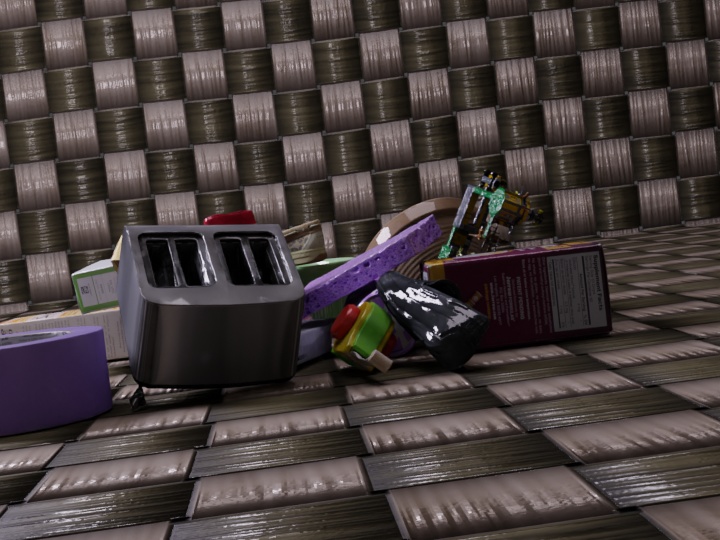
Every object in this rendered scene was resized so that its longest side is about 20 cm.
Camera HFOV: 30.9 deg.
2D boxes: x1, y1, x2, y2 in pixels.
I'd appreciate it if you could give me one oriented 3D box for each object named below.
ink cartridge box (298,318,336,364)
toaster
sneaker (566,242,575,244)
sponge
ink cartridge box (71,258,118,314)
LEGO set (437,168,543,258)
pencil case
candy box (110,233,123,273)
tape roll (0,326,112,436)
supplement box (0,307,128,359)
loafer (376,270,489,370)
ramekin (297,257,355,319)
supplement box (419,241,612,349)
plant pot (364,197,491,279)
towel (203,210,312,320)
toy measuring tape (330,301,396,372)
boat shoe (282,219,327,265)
[{"bbox_3d":[-0.141,0.095,1.573,0.198,0.041,0.200,-6,3,17],"label":"ink cartridge box"},{"bbox_3d":[-0.161,0.038,1.377,0.179,0.120,0.201,-1,35,-17],"label":"toaster"},{"bbox_3d":[0.257,0.024,1.675,0.078,0.076,0.199,37,40,20],"label":"sneaker"},{"bbox_3d":[0.000,0.000,1.583,0.199,0.030,0.112,-29,5,25],"label":"sponge"},{"bbox_3d":[-0.276,0.004,1.761,0.198,0.060,0.104,-13,8,13],"label":"ink cartridge box"},{"bbox_3d":[0.182,-0.018,1.680,0.115,0.202,0.154,18,-1,-22],"label":"LEGO set"},{"bbox_3d":[0.022,0.054,1.561,0.083,0.086,0.200,-9,2,-6],"label":"pencil case"},{"bbox_3d":[-0.196,0.010,1.617,0.198,0.117,0.057,-1,43,14],"label":"candy box"},{"bbox_3d":[-0.358,0.113,1.334,0.198,0.086,0.200,-8,2,0],"label":"tape roll"},{"bbox_3d":[-0.416,0.096,1.897,0.198,0.074,0.126,-8,2,-2],"label":"supplement box"},{"bbox_3d":[0.076,0.041,1.375,0.070,0.068,0.200,-41,27,-4],"label":"loafer"},{"bbox_3d":[-0.098,0.041,1.958,0.198,0.099,0.200,-7,3,0],"label":"ramekin"},{"bbox_3d":[0.173,0.029,1.489,0.198,0.104,0.131,-7,2,-2],"label":"supplement box"},{"bbox_3d":[0.105,0.007,1.800,0.199,0.202,0.093,-8,44,-26],"label":"plant pot"},{"bbox_3d":[-0.132,0.010,1.753,0.022,0.201,0.144,-32,-6,18],"label":"towel"},{"bbox_3d":[0.012,0.068,1.370,0.073,0.074,0.200,-8,1,-13],"label":"toy measuring tape"},{"bbox_3d":[-0.148,-0.032,1.892,0.198,0.063,0.073,-7,4,3],"label":"boat shoe"}]
